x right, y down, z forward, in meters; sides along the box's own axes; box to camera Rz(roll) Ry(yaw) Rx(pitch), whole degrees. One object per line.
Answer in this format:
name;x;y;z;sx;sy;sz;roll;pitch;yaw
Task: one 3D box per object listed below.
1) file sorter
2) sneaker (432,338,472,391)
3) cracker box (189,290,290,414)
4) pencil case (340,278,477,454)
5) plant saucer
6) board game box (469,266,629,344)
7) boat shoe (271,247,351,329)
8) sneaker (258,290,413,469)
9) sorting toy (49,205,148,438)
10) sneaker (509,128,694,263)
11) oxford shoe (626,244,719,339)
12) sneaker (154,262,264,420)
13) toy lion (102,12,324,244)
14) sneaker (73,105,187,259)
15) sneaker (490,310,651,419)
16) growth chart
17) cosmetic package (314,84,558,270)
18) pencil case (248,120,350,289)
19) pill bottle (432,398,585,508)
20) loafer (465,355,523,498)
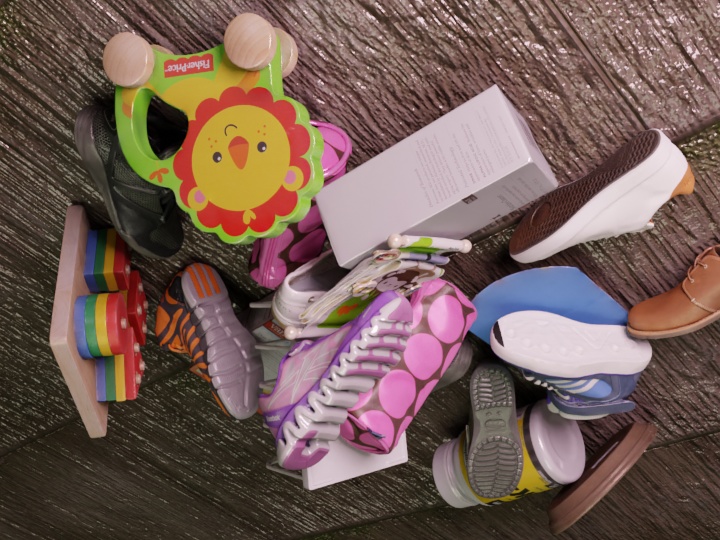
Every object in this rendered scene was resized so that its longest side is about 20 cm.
file sorter;-0.043;0.128;0.974;0.137;0.204;0.124;-6;-179;-35
sneaker;0.040;0.125;1.078;0.113;0.077;0.199;32;133;-20
cracker box;-0.117;0.111;1.121;0.133;0.058;0.199;38;134;-26
pencil case;0.046;0.097;0.908;0.094;0.201;0.090;48;152;-24
plant saucer;0.318;0.272;1.126;0.029;0.199;0.201;45;141;14
board game box;0.218;0.046;0.984;0.199;0.039;0.157;33;131;-32
boat shoe;0.000;0.000;0.881;0.071;0.198;0.070;51;148;20
sneaker;-0.032;0.092;0.814;0.201;0.088;0.080;-52;146;9
sorting toy;-0.304;0.061;1.011;0.068;0.201;0.202;-4;140;-6
sneaker;0.239;-0.050;0.837;0.084;0.074;0.199;36;133;-23
oxford shoe;0.368;0.012;0.895;0.198;0.072;0.072;-28;109;30
sneaker;-0.193;0.100;1.057;0.077;0.203;0.112;-9;163;-44
toy lion;-0.129;-0.121;0.760;0.196;0.196;0.069;-2;180;17
sneaker;-0.216;-0.088;0.901;0.112;0.077;0.202;3;134;20
sneaker;0.227;0.126;0.981;0.196;0.082;0.148;5;136;-12
growth chart;0.017;0.019;0.815;0.143;0.018;0.199;-3;151;-46
cosmetic package;0.069;-0.074;0.779;0.198;0.082;0.112;-30;161;20
pencil case;-0.071;-0.060;0.874;0.089;0.095;0.202;17;140;1
pill bottle;0.203;0.262;1.176;0.114;0.116;0.199;36;135;-26
loafer;0.173;0.200;1.083;0.074;0.070;0.204;2;111;7
